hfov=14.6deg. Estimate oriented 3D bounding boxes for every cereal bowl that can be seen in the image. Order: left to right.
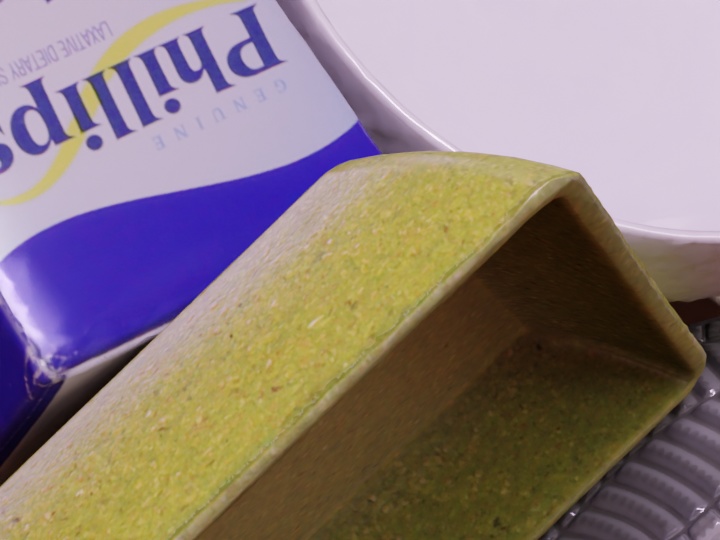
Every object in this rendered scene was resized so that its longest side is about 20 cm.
[{"bbox_3d":[0.059,-0.076,0.738,0.200,0.083,0.200,7,61,-13],"label":"cereal bowl"}]

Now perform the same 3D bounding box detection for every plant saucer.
[{"bbox_3d":[-0.021,0.056,0.630,0.200,0.200,0.048,-44,70,2],"label":"plant saucer"}]

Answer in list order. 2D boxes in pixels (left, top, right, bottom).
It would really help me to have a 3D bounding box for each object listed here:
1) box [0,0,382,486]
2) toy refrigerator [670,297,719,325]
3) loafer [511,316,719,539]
[{"bbox_3d":[-0.117,-0.036,0.675,0.105,0.184,0.200,-29,79,-37],"label":"box"},{"bbox_3d":[0.048,-0.060,0.831,0.200,0.070,0.076,35,73,-6],"label":"toy refrigerator"},{"bbox_3d":[0.062,0.095,0.736,0.200,0.075,0.070,-46,130,-3],"label":"loafer"}]
